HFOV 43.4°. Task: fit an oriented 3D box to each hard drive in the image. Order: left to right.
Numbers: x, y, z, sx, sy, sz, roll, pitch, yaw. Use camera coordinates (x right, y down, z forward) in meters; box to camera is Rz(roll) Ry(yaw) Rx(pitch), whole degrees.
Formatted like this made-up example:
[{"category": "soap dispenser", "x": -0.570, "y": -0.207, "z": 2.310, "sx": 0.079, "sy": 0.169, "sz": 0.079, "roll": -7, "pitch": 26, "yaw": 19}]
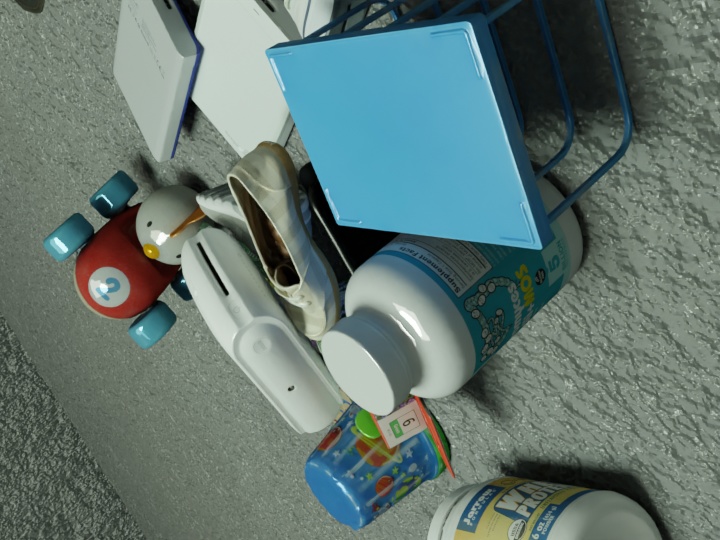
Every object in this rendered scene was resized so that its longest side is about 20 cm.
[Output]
[{"category": "hard drive", "x": -0.221, "y": -0.222, "z": 0.960, "sx": 0.133, "sy": 0.025, "sz": 0.200, "roll": 62, "pitch": 153, "yaw": 13}, {"category": "hard drive", "x": -0.108, "y": -0.191, "z": 0.859, "sx": 0.132, "sy": 0.026, "sz": 0.200, "roll": 49, "pitch": 150, "yaw": 7}]

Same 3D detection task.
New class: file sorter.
[{"category": "file sorter", "x": 0.059, "y": -0.113, "z": 0.602, "sx": 0.199, "sy": 0.122, "sz": 0.140, "roll": 10, "pitch": 130, "yaw": 50}]

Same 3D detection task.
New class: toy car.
[{"category": "toy car", "x": -0.249, "y": -0.036, "z": 1.106, "sx": 0.185, "sy": 0.177, "sz": 0.199, "roll": 48, "pitch": 140, "yaw": -14}]

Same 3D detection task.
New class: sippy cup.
[{"category": "sippy cup", "x": 0.010, "y": 0.214, "z": 1.023, "sx": 0.139, "sy": 0.130, "sz": 0.180, "roll": 10, "pitch": 131, "yaw": 51}]

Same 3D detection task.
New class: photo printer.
[{"category": "photo printer", "x": -0.105, "y": 0.056, "z": 0.926, "sx": 0.167, "sy": 0.069, "sz": 0.201, "roll": 52, "pitch": 175, "yaw": 45}]

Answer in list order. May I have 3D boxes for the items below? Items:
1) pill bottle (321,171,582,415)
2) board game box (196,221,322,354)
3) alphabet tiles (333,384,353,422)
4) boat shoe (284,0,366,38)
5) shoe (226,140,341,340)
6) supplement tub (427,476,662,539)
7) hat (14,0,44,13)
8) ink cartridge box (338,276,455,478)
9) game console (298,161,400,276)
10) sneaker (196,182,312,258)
[{"category": "pill bottle", "x": 0.064, "y": 0.015, "z": 0.655, "sx": 0.110, "sy": 0.199, "sz": 0.112, "roll": 35, "pitch": 148, "yaw": 27}, {"category": "board game box", "x": -0.104, "y": 0.026, "z": 1.055, "sx": 0.198, "sy": 0.024, "sz": 0.106, "roll": 28, "pitch": 144, "yaw": 18}, {"category": "alphabet tiles", "x": -0.074, "y": 0.137, "z": 1.158, "sx": 0.199, "sy": 0.006, "sz": 0.167, "roll": 21, "pitch": 148, "yaw": 44}, {"category": "boat shoe", "x": -0.022, "y": -0.229, "z": 0.643, "sx": 0.067, "sy": 0.073, "sz": 0.200, "roll": 46, "pitch": 151, "yaw": 7}, {"category": "shoe", "x": -0.072, "y": -0.016, "z": 0.829, "sx": 0.069, "sy": 0.053, "sz": 0.202, "roll": 4, "pitch": 123, "yaw": 38}, {"category": "supplement tub", "x": 0.167, "y": 0.271, "z": 0.844, "sx": 0.199, "sy": 0.144, "sz": 0.146, "roll": -11, "pitch": 114, "yaw": 58}, {"category": "hat", "x": -0.359, "y": -0.376, "z": 0.968, "sx": 0.201, "sy": 0.080, "sz": 0.202, "roll": 45, "pitch": 153, "yaw": 30}, {"category": "ink cartridge box", "x": 0.021, "y": 0.111, "z": 0.885, "sx": 0.201, "sy": 0.050, "sz": 0.110, "roll": 60, "pitch": 175, "yaw": 46}, {"category": "game console", "x": 0.000, "y": 0.000, "z": 0.818, "sx": 0.175, "sy": 0.116, "sz": 0.202, "roll": -9, "pitch": 114, "yaw": 58}, {"category": "sneaker", "x": -0.113, "y": -0.047, "z": 0.946, "sx": 0.199, "sy": 0.074, "sz": 0.083, "roll": 26, "pitch": 134, "yaw": 57}]
